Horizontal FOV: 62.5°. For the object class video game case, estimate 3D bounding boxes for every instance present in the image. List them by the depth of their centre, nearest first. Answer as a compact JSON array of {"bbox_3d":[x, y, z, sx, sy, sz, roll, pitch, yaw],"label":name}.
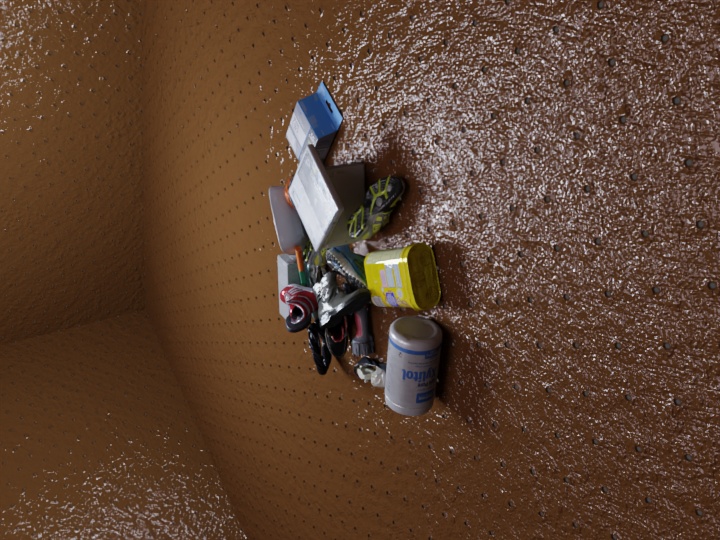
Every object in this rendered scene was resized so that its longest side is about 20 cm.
[{"bbox_3d":[-0.117,-0.183,1.522,0.204,0.023,0.183,64,147,22],"label":"video game case"}]

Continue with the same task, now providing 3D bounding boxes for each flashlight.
[{"bbox_3d":[-0.009,0.137,1.668,0.067,0.066,0.208,12,110,53],"label":"flashlight"}]

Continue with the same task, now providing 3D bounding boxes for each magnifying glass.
[{"bbox_3d":[-0.176,0.011,1.789,0.081,0.022,0.204,-108,12,-46],"label":"magnifying glass"}]

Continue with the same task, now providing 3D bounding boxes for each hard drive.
[{"bbox_3d":[-0.045,-0.170,1.555,0.026,0.129,0.207,26,123,50],"label":"hard drive"}]

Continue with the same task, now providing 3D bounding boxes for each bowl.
[{"bbox_3d":[-0.202,-0.156,1.795,0.200,0.072,0.207,5,-108,-78],"label":"bowl"}]

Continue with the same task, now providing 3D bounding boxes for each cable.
[{"bbox_3d":[-0.126,0.235,1.802,0.200,0.049,0.170,-50,-45,-81],"label":"cable"}]

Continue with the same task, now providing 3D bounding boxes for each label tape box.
[{"bbox_3d":[-0.136,-0.404,1.677,0.147,0.062,0.201,61,145,23],"label":"label tape box"}]

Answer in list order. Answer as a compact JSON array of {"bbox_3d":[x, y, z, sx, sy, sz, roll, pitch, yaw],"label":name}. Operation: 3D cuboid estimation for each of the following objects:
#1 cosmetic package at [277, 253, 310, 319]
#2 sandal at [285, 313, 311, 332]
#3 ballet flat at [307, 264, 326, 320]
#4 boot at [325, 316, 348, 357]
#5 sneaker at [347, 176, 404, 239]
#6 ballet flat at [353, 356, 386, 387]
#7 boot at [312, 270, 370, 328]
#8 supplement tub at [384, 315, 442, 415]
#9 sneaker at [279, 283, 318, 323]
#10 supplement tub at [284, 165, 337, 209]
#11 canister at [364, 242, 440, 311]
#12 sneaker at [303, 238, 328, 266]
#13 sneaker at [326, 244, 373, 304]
[{"bbox_3d":[-0.204,0.052,1.908,0.090,0.104,0.207,34,127,50],"label":"cosmetic package"},{"bbox_3d":[-0.180,0.145,1.789,0.201,0.073,0.044,-81,-9,-72],"label":"sandal"},{"bbox_3d":[-0.125,0.061,1.831,0.062,0.067,0.207,4,110,24],"label":"ballet flat"},{"bbox_3d":[-0.068,0.172,1.715,0.151,0.070,0.208,-102,14,-78],"label":"boot"},{"bbox_3d":[0.046,-0.155,1.471,0.200,0.075,0.077,-44,56,35],"label":"sneaker"},{"bbox_3d":[0.044,0.290,1.638,0.198,0.071,0.076,13,112,55],"label":"ballet flat"},{"bbox_3d":[-0.062,0.057,1.567,0.198,0.066,0.135,-35,61,40],"label":"boot"},{"bbox_3d":[0.126,0.228,1.431,0.131,0.129,0.207,32,127,47],"label":"supplement tub"},{"bbox_3d":[-0.199,0.097,1.745,0.196,0.112,0.073,2,118,45],"label":"sneaker"},{"bbox_3d":[-0.120,-0.222,1.650,0.197,0.120,0.127,6,107,51],"label":"supplement tub"},{"bbox_3d":[0.096,0.017,1.444,0.198,0.084,0.154,-3,100,59],"label":"canister"},{"bbox_3d":[-0.102,-0.106,1.733,0.204,0.074,0.076,-64,26,23],"label":"sneaker"},{"bbox_3d":[0.000,0.000,1.594,0.201,0.089,0.079,48,153,7],"label":"sneaker"}]
